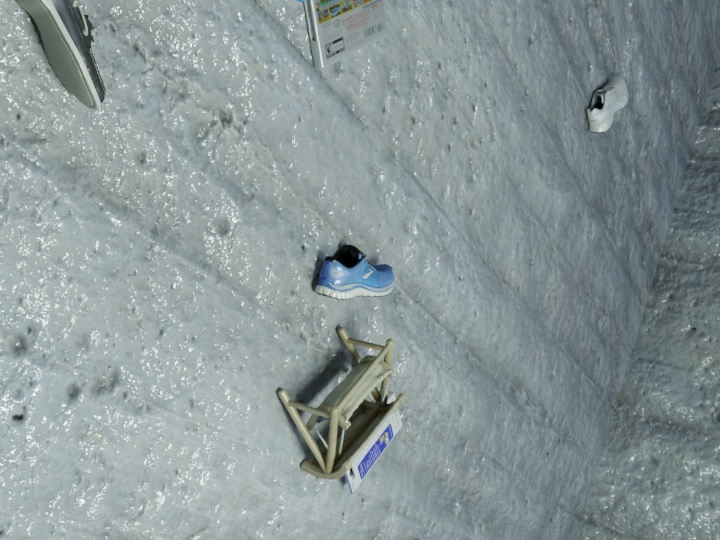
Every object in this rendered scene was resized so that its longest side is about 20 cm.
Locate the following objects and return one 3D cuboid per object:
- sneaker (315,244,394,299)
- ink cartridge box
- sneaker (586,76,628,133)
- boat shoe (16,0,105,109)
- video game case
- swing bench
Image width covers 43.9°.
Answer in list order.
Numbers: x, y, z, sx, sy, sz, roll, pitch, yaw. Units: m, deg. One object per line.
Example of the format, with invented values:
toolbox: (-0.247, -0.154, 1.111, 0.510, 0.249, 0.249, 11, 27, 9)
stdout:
sneaker: (0.000, 0.000, 1.621, 0.199, 0.078, 0.090, -6, 107, -55)
ink cartridge box: (0.015, 0.340, 1.782, 0.200, 0.037, 0.095, -50, 138, -39)
sneaker: (0.692, -0.477, 2.497, 0.201, 0.074, 0.087, -59, 136, -27)
boat shoe: (-0.344, -0.287, 1.044, 0.060, 0.074, 0.201, -45, 126, -32)
video game case: (-0.026, -0.457, 1.497, 0.200, 0.023, 0.183, -38, 130, -43)
swing bench: (-0.023, 0.247, 1.616, 0.199, 0.129, 0.201, -46, 135, -39)
